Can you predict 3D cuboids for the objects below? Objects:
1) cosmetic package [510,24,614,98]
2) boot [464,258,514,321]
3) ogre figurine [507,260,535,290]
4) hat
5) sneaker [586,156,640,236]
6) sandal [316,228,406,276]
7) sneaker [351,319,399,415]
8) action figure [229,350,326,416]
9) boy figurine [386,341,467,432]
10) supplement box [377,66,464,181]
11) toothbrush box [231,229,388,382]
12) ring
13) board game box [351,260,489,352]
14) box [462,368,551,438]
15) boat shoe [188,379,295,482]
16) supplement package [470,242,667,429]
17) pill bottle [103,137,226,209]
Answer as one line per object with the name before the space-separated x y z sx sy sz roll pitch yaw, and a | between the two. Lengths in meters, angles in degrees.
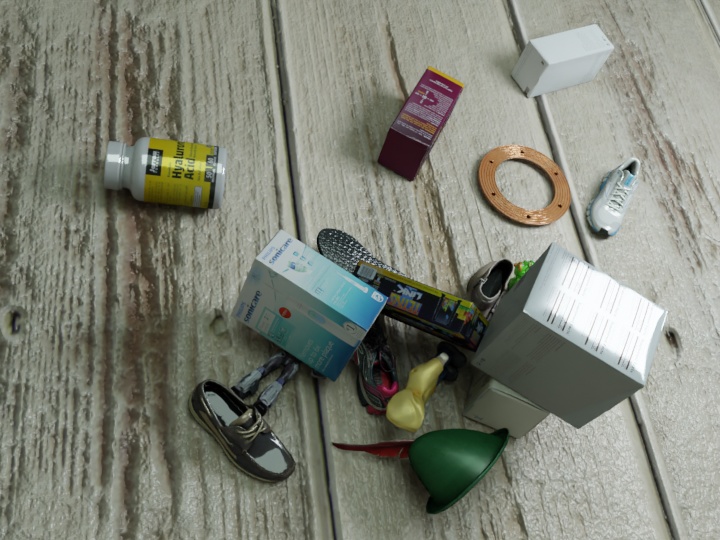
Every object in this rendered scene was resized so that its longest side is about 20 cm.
cosmetic package | 0.448 -0.465 1.854 0.200 0.113 0.081 -17 66 -27
boot | 0.232 0.024 1.466 0.070 0.146 0.200 28 55 4
ogre figurine | 0.328 0.034 1.488 0.120 0.098 0.200 0 24 3
hat | 0.096 0.252 1.262 0.176 0.166 0.200 45 76 1
sneaker | 0.523 -0.158 1.700 0.075 0.087 0.200 27 57 0
sandal | 0.000 0.001 1.481 0.200 0.048 0.075 35 54 -8
sneaker | 0.022 0.134 1.382 0.080 0.075 0.200 -10 62 -21
action figure | -0.117 0.148 1.338 0.130 0.069 0.200 33 52 13
boy figurine | 0.104 0.184 1.328 0.064 0.124 0.200 33 32 10
supplement box | 0.120 -0.292 1.651 0.086 0.110 0.200 28 56 3
toothbrush box | -0.081 0.055 1.290 0.200 0.147 0.085 34 44 3
ring | 0.331 -0.172 1.694 0.200 0.019 0.201 8 58 -12
board game box | 0.097 0.060 1.342 0.200 0.165 0.057 21 81 24
box | 0.265 0.158 1.403 0.109 0.128 0.200 24 56 -2
boat shoe | -0.180 0.241 1.257 0.200 0.073 0.075 37 57 8
supplement package | 0.311 0.102 1.259 0.200 0.191 0.147 31 57 1
pill bottle | -0.336 -0.171 1.445 0.200 0.111 0.112 5 58 -12
